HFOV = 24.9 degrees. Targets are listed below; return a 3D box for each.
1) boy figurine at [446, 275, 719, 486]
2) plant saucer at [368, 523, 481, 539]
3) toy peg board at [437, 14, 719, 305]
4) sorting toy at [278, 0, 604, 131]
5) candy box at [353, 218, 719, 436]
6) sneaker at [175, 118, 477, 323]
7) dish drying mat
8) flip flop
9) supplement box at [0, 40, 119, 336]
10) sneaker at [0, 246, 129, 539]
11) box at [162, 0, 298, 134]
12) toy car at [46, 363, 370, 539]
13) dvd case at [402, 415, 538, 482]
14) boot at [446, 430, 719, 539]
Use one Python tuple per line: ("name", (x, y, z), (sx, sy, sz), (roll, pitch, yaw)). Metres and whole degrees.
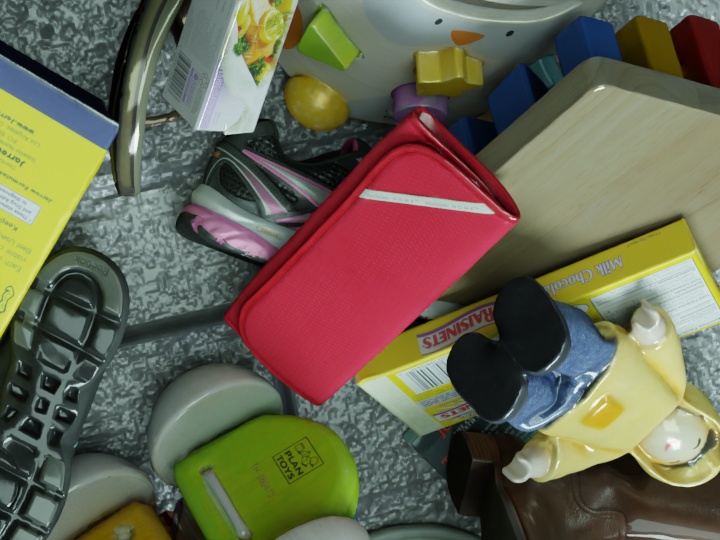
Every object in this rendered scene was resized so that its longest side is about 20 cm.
("boy figurine", (0.129, 0.073, 0.882), (0.125, 0.065, 0.199), (-48, 136, 13))
("plant saucer", (0.034, 0.259, 1.005), (0.198, 0.050, 0.203), (-3, 103, -13))
("toy peg board", (0.126, -0.066, 0.873), (0.198, 0.200, 0.099), (9, 56, -34))
("sorting toy", (0.046, -0.136, 0.845), (0.198, 0.180, 0.108), (6, 81, -14))
("candy box", (0.102, 0.036, 0.913), (0.198, 0.102, 0.027), (-22, 63, 14))
("sneaker", (0.002, -0.028, 0.924), (0.198, 0.080, 0.087), (22, 86, -23))
("dish drying mat", (0.000, 0.000, 0.843), (0.077, 0.018, 0.200), (42, 133, -3))
("flip flop", (-0.092, -0.134, 0.878), (0.057, 0.081, 0.202), (19, 91, -14))
("supplement box", (-0.223, -0.022, 0.851), (0.109, 0.109, 0.201), (30, 94, -18))
("sneaker", (-0.180, 0.084, 0.889), (0.075, 0.079, 0.201), (29, 87, -7))
("box", (-0.047, -0.164, 0.801), (0.038, 0.041, 0.202), (-2, 123, -41))
("toy car", (-0.081, 0.169, 0.916), (0.199, 0.175, 0.150), (-35, 142, -5))
("dvd case", (0.142, 0.118, 1.016), (0.146, 0.022, 0.200), (-46, 109, -1))
("boot", (0.161, 0.153, 0.924), (0.198, 0.187, 0.065), (8, 120, -13))
